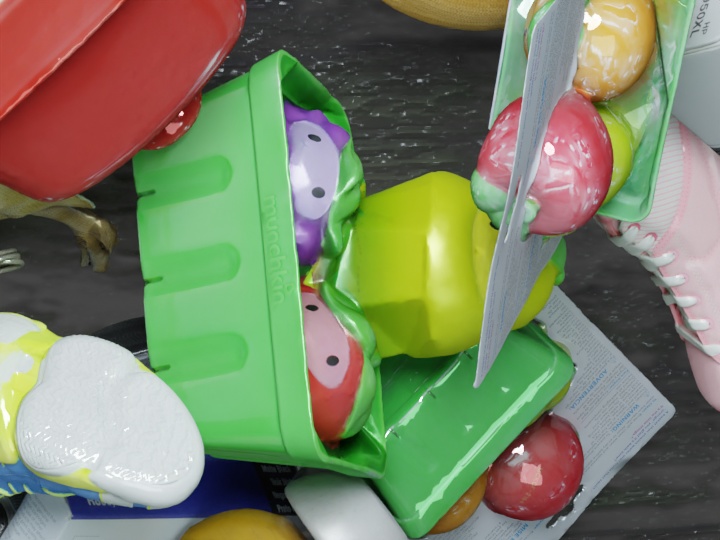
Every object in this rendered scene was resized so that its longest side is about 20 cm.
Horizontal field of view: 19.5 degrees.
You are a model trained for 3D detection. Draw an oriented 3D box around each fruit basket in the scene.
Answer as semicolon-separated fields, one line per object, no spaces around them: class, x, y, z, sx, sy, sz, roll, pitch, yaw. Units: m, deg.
fruit basket;0.071;0.097;1.206;0.185;0.094;0.200;-47;137;2
fruit basket;0.089;-0.073;0.978;0.093;0.200;0.187;19;126;18
fruit basket;0.000;0.000;1.055;0.215;0.216;0.155;-41;162;5

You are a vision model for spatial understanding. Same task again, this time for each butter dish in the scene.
butter dish;-0.129;-0.113;0.976;0.200;0.200;0.148;-43;128;3

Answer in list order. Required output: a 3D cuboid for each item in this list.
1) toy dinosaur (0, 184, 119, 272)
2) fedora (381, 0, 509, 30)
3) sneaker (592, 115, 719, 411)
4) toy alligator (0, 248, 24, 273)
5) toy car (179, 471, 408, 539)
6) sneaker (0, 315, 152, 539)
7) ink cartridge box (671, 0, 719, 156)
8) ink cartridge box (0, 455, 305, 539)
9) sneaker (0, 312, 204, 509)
toy dinosaur;-0.181;-0.046;1.025;0.100;0.200;0.059;14;85;19
fedora;0.066;-0.220;1.047;0.199;0.082;0.203;-8;116;-16
sneaker;0.178;-0.009;1.191;0.104;0.075;0.202;-10;111;-18
toy alligator;-0.270;-0.008;1.056;0.198;0.059;0.055;-12;76;-2
toy car;-0.024;0.222;1.096;0.174;0.200;0.150;-36;147;-2
sneaker;-0.157;0.115;1.161;0.199;0.075;0.116;-38;148;-13
ink cartridge box;0.248;-0.118;1.120;0.199;0.084;0.146;36;65;-29
ink cartridge box;-0.117;0.155;1.141;0.199;0.041;0.201;5;122;-51
sneaker;-0.162;0.078;1.027;0.076;0.199;0.106;-50;157;-35
